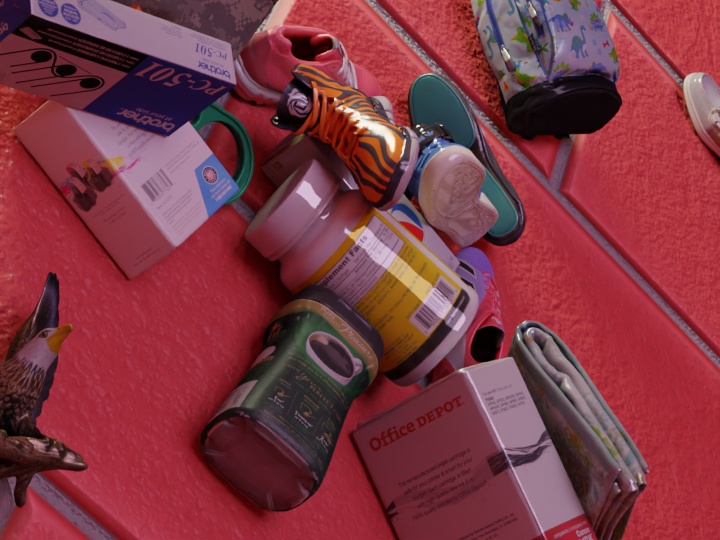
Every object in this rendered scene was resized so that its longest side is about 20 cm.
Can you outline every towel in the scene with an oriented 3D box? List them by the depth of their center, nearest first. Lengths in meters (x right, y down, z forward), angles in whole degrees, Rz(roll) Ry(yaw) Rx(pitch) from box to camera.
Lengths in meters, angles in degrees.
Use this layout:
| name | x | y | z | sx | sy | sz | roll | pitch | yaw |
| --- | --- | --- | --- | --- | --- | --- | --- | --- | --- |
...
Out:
| name | x | y | z | sx | sy | sz | roll | pitch | yaw |
| --- | --- | --- | --- | --- | --- | --- | --- | --- | --- |
| towel | 0.178 | 0.170 | 1.780 | 0.048 | 0.172 | 0.200 | -11 | 49 | -25 |

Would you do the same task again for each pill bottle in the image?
| name | x | y | z | sx | sy | sz | roll | pitch | yaw |
| --- | --- | --- | --- | --- | --- | --- | --- | --- | --- |
| pill bottle | 0.000 | 0.000 | 1.767 | 0.200 | 0.114 | 0.114 | 42 | 38 | -10 |

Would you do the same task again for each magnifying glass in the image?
| name | x | y | z | sx | sy | sz | roll | pitch | yaw |
| --- | --- | --- | --- | --- | --- | --- | --- | --- | --- |
| magnifying glass | -0.155 | -0.143 | 1.715 | 0.080 | 0.022 | 0.201 | -48 | 126 | -29 |

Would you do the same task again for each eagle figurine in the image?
| name | x | y | z | sx | sy | sz | roll | pitch | yaw |
| --- | --- | --- | --- | --- | --- | --- | --- | --- | --- |
| eagle figurine | -0.265 | 0.078 | 1.423 | 0.200 | 0.150 | 0.152 | -126 | -159 | -48 |

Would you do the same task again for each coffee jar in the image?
| name | x | y | z | sx | sy | sz | roll | pitch | yaw |
| --- | --- | --- | --- | --- | --- | --- | --- | --- | --- |
| coffee jar | -0.053 | 0.103 | 1.660 | 0.104 | 0.085 | 0.200 | 42 | 39 | -10 |

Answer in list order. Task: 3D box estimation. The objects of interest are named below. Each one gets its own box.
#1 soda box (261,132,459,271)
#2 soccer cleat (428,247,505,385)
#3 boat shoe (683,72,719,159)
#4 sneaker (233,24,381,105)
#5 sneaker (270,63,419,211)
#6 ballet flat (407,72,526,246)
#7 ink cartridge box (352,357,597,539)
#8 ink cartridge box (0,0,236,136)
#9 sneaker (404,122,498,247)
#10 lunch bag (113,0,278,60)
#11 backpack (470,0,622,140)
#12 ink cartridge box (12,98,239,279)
| name | x | y | z | sx | sy | sz | roll | pitch | yaw |
| --- | --- | --- | --- | --- | --- | --- | --- | --- | --- |
| soda box | 0.001 | -0.051 | 1.850 | 0.200 | 0.068 | 0.064 | 50 | 36 | -12 |
| soccer cleat | 0.115 | 0.049 | 1.905 | 0.067 | 0.076 | 0.201 | 39 | 40 | -24 |
| boat shoe | 0.482 | -0.170 | 2.507 | 0.074 | 0.065 | 0.203 | -27 | 86 | -54 |
| sneaker | -0.037 | -0.189 | 1.890 | 0.199 | 0.087 | 0.074 | 8 | 59 | -47 |
| sneaker | -0.021 | -0.119 | 1.732 | 0.112 | 0.078 | 0.200 | 22 | 14 | -20 |
| ballet flat | 0.110 | -0.111 | 2.034 | 0.073 | 0.073 | 0.201 | -11 | 67 | -52 |
| ink cartridge box | 0.102 | 0.196 | 1.725 | 0.084 | 0.144 | 0.201 | -13 | 76 | -54 |
| ink cartridge box | -0.204 | -0.168 | 1.558 | 0.199 | 0.094 | 0.044 | 15 | 55 | -41 |
| sneaker | 0.069 | -0.099 | 1.907 | 0.111 | 0.077 | 0.200 | 49 | 2 | 20 |
| lunch bag | -0.177 | -0.265 | 1.738 | 0.200 | 0.139 | 0.169 | 34 | 70 | -30 |
| backpack | 0.203 | -0.264 | 2.202 | 0.162 | 0.154 | 0.201 | -2 | 53 | -43 |
| ink cartridge box | -0.207 | -0.109 | 1.647 | 0.200 | 0.068 | 0.115 | 53 | 37 | -8 |
